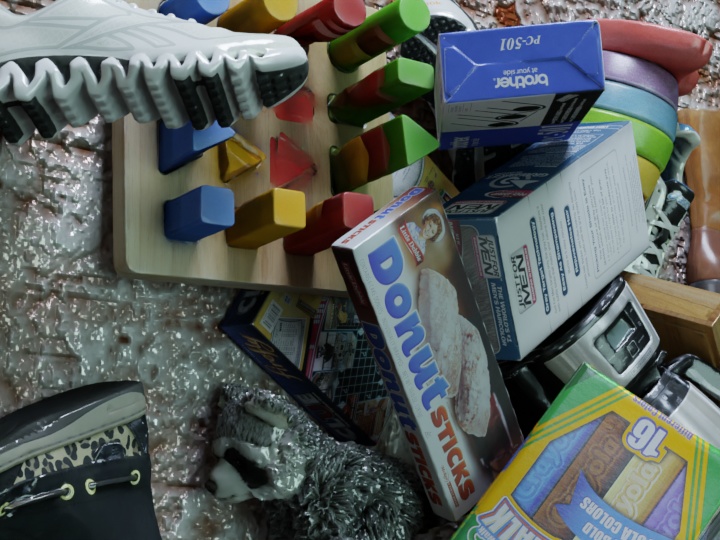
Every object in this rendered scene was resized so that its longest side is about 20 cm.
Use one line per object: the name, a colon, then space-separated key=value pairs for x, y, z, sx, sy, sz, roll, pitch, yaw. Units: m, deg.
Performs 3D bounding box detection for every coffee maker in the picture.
coffee maker: x=0.181 y=0.122 z=1.120 sx=0.200 sy=0.192 sz=0.135 roll=49 pitch=36 yaw=-4

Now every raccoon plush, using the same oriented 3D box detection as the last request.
raccoon plush: x=-0.010 y=0.115 z=0.972 sx=0.200 sy=0.097 sz=0.134 roll=-23 pitch=96 yaw=-43

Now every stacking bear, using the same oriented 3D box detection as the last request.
stacking bear: x=0.191 y=-0.084 z=1.180 sx=0.121 sy=0.113 sz=0.201 roll=66 pitch=40 yaw=-80

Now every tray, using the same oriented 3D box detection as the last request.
tray: x=0.264 y=0.092 z=1.197 sx=0.037 sy=0.098 sz=0.200 roll=-49 pitch=133 yaw=-26

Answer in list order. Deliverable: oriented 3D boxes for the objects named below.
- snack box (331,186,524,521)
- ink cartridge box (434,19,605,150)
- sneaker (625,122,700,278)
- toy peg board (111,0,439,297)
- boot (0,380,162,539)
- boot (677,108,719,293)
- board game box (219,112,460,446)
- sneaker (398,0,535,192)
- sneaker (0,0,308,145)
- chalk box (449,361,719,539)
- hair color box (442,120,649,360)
snack box: x=0.045 y=0.052 z=0.914 sx=0.072 sy=0.024 sz=0.201 roll=-36 pitch=119 yaw=-28
ink cartridge box: x=0.095 y=-0.113 z=0.953 sx=0.200 sy=0.094 sz=0.044 roll=47 pitch=39 yaw=-86
sneaker: x=0.232 y=-0.035 z=1.237 sx=0.072 sy=0.072 sz=0.201 roll=31 pitch=66 yaw=-39
toy peg board: x=-0.042 y=-0.095 z=0.928 sx=0.199 sy=0.098 sz=0.201 roll=6 pitch=75 yaw=-35
boot: x=-0.181 y=0.160 z=0.813 sx=0.203 sy=0.073 sz=0.154 roll=-24 pitch=104 yaw=-43
boot: x=0.353 y=-0.038 z=1.378 sx=0.188 sy=0.068 sz=0.201 roll=10 pitch=71 yaw=-35
board game box: x=0.000 y=0.000 z=1.033 sx=0.136 sy=0.035 sz=0.200 roll=47 pitch=56 yaw=-30
sneaker: x=0.086 y=-0.120 z=1.106 sx=0.080 sy=0.073 sz=0.200 roll=-94 pitch=162 yaw=-55
sneaker: x=-0.129 y=-0.123 z=0.843 sx=0.199 sy=0.075 sz=0.081 roll=-3 pitch=69 yaw=-4
chalk box: x=0.134 y=0.185 z=0.946 sx=0.200 sy=0.124 sz=0.125 roll=-50 pitch=158 yaw=-13
hair color box: x=0.125 y=-0.025 z=1.029 sx=0.200 sy=0.060 sz=0.100 roll=-34 pitch=118 yaw=-48
